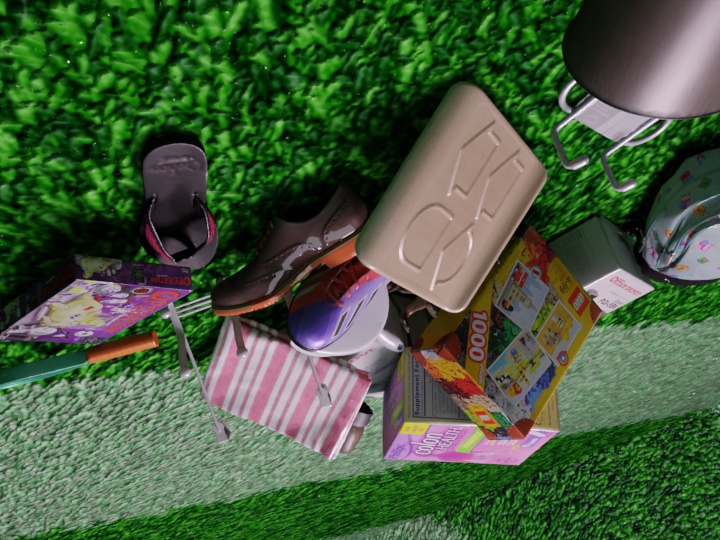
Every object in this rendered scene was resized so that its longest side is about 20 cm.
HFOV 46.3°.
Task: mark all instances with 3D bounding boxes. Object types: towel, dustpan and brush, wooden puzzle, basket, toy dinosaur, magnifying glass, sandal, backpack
[{"bbox_3d":[-0.097,0.146,1.048,0.197,0.030,0.148,23,124,-1],"label":"towel"},{"bbox_3d":[0.001,0.053,0.958,0.199,0.141,0.057,35,164,-37],"label":"dustpan and brush"},{"bbox_3d":[0.088,-0.066,0.822,0.199,0.046,0.187,28,95,-53],"label":"wooden puzzle"},{"bbox_3d":[0.252,-0.227,0.590,0.177,0.138,0.201,-16,151,-15],"label":"basket"},{"bbox_3d":[0.094,-0.006,0.986,0.135,0.086,0.200,-37,174,-19],"label":"toy dinosaur"},{"bbox_3d":[-0.325,0.103,0.944,0.197,0.023,0.080,-17,175,-2],"label":"magnifying glass"},{"bbox_3d":[-0.165,-0.045,0.761,0.074,0.046,0.201,-12,154,-14],"label":"sandal"},{"bbox_3d":[0.437,-0.065,1.045,0.164,0.128,0.201,-13,152,-4],"label":"backpack"}]

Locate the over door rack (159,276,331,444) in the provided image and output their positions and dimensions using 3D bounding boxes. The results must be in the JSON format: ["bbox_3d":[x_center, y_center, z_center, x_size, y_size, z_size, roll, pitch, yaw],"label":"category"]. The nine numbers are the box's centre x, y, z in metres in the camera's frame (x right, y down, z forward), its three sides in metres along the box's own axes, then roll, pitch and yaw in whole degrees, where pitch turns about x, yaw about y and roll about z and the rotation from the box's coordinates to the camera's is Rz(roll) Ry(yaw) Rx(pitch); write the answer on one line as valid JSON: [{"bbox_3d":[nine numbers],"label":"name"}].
[{"bbox_3d":[-0.124,0.101,0.951,0.145,0.067,0.203,-18,116,0],"label":"over door rack"}]

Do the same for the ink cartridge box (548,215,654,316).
[{"bbox_3d":[0.283,0.023,1.164,0.199,0.084,0.146,-32,151,28],"label":"ink cartridge box"}]

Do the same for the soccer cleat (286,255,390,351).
[{"bbox_3d":[0.000,0.000,0.854,0.200,0.068,0.073,-44,180,-30],"label":"soccer cleat"}]

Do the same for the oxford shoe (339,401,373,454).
[{"bbox_3d":[-0.048,0.200,1.200,0.072,0.086,0.200,18,-173,-18],"label":"oxford shoe"}]

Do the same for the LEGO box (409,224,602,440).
[{"bbox_3d":[0.175,0.073,0.992,0.201,0.149,0.077,-50,-165,-27],"label":"LEGO box"}]

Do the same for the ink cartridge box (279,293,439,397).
[{"bbox_3d":[0.009,0.099,1.125,0.146,0.084,0.199,-32,152,28],"label":"ink cartridge box"}]

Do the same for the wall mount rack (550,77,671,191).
[{"bbox_3d":[0.289,-0.153,0.824,0.173,0.076,0.198,-36,151,32],"label":"wall mount rack"}]

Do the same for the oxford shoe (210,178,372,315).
[{"bbox_3d":[-0.079,-0.023,0.849,0.198,0.071,0.073,-30,113,12],"label":"oxford shoe"}]

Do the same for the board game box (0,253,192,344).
[{"bbox_3d":[-0.266,0.033,0.824,0.119,0.033,0.199,1,161,-44],"label":"board game box"}]

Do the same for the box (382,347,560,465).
[{"bbox_3d":[0.137,0.183,1.105,0.196,0.098,0.177,5,153,-6],"label":"box"}]
